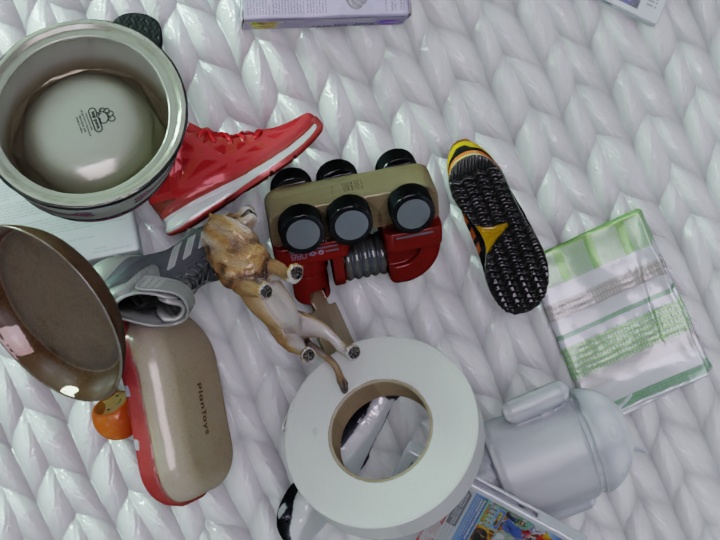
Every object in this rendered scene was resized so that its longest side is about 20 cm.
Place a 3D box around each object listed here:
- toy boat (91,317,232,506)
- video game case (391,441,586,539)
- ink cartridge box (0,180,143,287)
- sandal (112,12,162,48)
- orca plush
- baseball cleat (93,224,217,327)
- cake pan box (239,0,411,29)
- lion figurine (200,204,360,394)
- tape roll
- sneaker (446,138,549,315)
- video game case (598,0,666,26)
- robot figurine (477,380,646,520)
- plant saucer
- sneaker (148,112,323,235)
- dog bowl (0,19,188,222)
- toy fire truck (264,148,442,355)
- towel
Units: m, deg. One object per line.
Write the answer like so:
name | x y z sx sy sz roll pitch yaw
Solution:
toy boat | -0.216 0.140 1.399 0.129 0.130 0.202 -11 90 22
video game case | 0.114 0.271 1.403 0.199 0.018 0.144 28 129 6
ink cartridge box | -0.322 -0.090 1.427 0.158 0.047 0.202 -12 74 -6
sandal | -0.245 -0.172 1.411 0.074 0.048 0.202 13 62 2
orca plush | -0.039 0.187 1.431 0.071 0.105 0.202 29 97 29
baseball cleat | -0.174 0.011 1.377 0.199 0.106 0.070 -21 131 -31
cake pan box | -0.044 -0.360 1.455 0.182 0.052 0.203 -5 89 -9
lion figurine | -0.084 0.032 1.356 0.072 0.122 0.201 -37 118 -21
tape roll | 0.022 0.163 1.350 0.200 0.037 0.205 -8 61 14
sneaker | 0.146 -0.051 1.461 0.069 0.090 0.201 -22 117 8
video game case | 0.263 -0.376 1.507 0.198 0.018 0.144 24 85 -6
robot figurine | 0.199 0.192 1.432 0.198 0.113 0.171 -19 123 -2
plant saucer | -0.297 0.036 1.325 0.201 0.200 0.034 49 48 -3
sneaker | -0.144 -0.134 1.424 0.199 0.078 0.116 -34 94 -8
dog bowl | -0.264 -0.137 1.326 0.198 0.074 0.202 1 68 -2
toy fire truck | 0.000 0.000 1.429 0.174 0.129 0.202 -11 126 -6
towel | 0.282 0.051 1.492 0.148 0.031 0.202 -24 91 -8
